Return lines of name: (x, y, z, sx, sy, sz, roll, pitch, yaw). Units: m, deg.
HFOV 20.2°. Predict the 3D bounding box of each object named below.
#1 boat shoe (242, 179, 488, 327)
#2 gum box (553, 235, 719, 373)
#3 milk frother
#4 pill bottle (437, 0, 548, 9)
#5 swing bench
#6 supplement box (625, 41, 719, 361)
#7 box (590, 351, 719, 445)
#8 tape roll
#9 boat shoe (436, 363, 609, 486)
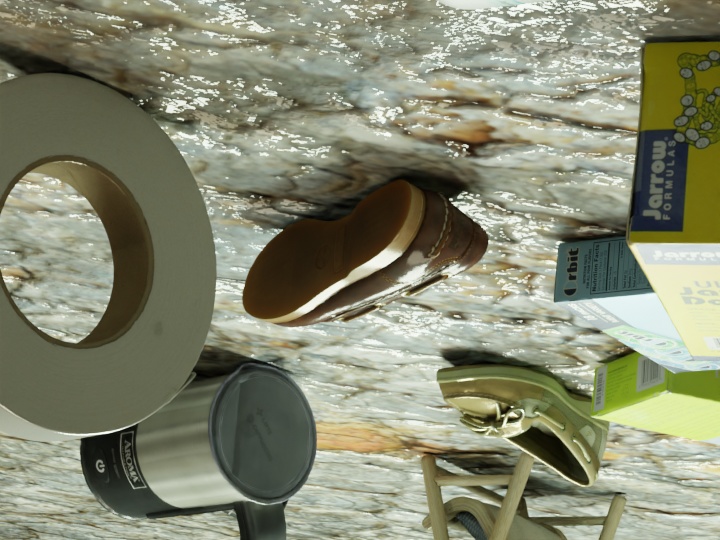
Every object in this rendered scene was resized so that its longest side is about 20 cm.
boat shoe: (0.000, 0.000, 1.286, 0.070, 0.071, 0.200, 22, 157, -30)
gum box: (0.253, 0.018, 1.299, 0.199, 0.045, 0.170, -6, 159, 36)
milk frother: (-0.103, 0.158, 1.763, 0.188, 0.181, 0.200, -12, -162, 46)
pill bottle: (0.113, -0.155, 0.698, 0.199, 0.111, 0.111, -3, 160, 27)
swing bench: (0.151, 0.295, 1.944, 0.129, 0.201, 0.199, -6, 159, 34)
supplement box: (0.213, -0.030, 1.052, 0.109, 0.109, 0.200, 0, 162, 19)
box: (0.292, 0.102, 1.541, 0.199, 0.048, 0.122, 13, 162, -20)
tape roll: (-0.165, -0.007, 1.111, 0.202, 0.204, 0.037, 22, 157, -40)
boat shoe: (0.134, 0.123, 1.638, 0.073, 0.063, 0.200, -7, 158, 37)
